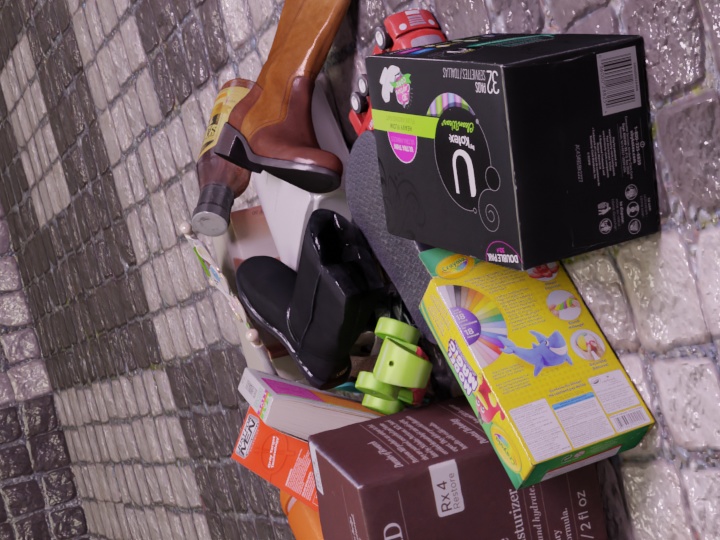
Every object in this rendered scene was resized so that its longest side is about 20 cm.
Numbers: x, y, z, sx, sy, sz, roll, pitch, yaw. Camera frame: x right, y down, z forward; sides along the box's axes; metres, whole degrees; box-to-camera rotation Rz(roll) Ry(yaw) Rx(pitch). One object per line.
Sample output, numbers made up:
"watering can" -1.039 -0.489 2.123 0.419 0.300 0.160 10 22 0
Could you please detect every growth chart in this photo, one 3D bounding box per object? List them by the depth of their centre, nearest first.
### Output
"growth chart" -0.137 0.034 1.471 0.200 0.018 0.145 55 172 37

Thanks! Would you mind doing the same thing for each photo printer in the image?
"photo printer" -0.061 -0.098 1.443 0.167 0.069 0.201 102 153 -50

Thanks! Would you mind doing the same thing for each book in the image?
"book" -0.042 0.137 1.345 0.200 0.133 0.048 -161 89 -78

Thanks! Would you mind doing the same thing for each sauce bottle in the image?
"sauce bottle" -0.147 -0.126 1.532 0.066 0.066 0.201 106 176 -49

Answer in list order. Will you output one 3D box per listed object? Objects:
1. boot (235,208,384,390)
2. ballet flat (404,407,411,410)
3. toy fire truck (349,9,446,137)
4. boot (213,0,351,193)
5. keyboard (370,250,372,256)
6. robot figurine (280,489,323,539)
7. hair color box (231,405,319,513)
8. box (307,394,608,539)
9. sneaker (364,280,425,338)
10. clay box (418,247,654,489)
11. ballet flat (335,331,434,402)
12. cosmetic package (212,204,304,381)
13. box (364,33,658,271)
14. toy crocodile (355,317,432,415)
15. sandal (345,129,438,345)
"boot" -0.053 0.007 1.298 0.165 0.066 0.200 48 157 17
"ballet flat" 0.051 0.165 1.403 0.200 0.046 0.068 18 120 62
"toy fire truck" 0.044 -0.121 1.250 0.141 0.049 0.200 63 152 24
"boot" -0.044 -0.181 1.327 0.188 0.068 0.201 22 85 58
"keyboard" 0.000 0.000 1.384 0.127 0.020 0.201 -76 -2 -47
"robot figurine" -0.018 0.280 1.533 0.117 0.144 0.200 -42 57 19
"hair color box" -0.027 0.198 1.356 0.200 0.101 0.062 21 92 48
"box" 0.081 0.209 1.155 0.164 0.199 0.167 -158 55 -71
"sneaker" 0.057 0.037 1.273 0.200 0.081 0.074 -18 88 66
"clay box" 0.130 0.062 1.089 0.200 0.114 0.048 63 154 28
"ballet flat" 0.019 0.094 1.417 0.200 0.068 0.068 -2 75 64
"cosmetic package" -0.089 0.026 1.562 0.087 0.103 0.201 -22 85 66
"box" 0.108 -0.097 1.036 0.200 0.124 0.149 18 119 61
"toy crocodile" 0.037 0.092 1.226 0.200 0.061 0.068 74 -144 -74
"sandal" 0.044 -0.029 1.212 0.076 0.043 0.201 -36 75 49
